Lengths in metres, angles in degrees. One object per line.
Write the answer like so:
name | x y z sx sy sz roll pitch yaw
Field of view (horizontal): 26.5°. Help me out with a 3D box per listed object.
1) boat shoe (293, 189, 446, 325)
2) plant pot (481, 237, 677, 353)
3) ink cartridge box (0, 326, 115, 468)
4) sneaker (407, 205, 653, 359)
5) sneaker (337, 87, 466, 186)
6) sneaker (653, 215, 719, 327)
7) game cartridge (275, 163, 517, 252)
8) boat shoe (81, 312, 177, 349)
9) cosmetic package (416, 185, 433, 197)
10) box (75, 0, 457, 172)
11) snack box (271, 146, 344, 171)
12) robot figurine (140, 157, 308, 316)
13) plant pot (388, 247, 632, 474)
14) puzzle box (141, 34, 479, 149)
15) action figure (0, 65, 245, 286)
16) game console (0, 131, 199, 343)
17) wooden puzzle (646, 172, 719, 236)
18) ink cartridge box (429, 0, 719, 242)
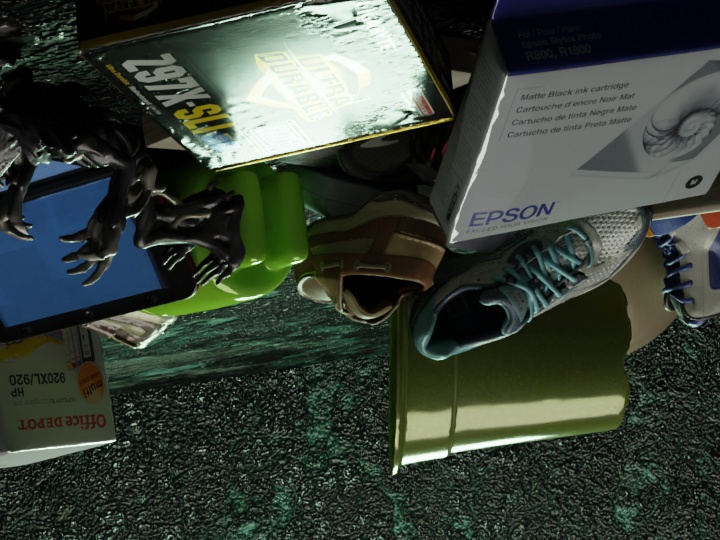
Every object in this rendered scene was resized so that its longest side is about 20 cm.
boat shoe | 0.000 0.000 1.145 0.075 0.074 0.200 16 160 -20
plant pot | 0.187 -0.034 1.359 0.199 0.201 0.134 -14 152 25
ink cartridge box | -0.322 0.068 1.322 0.144 0.201 0.147 -14 171 28
sneaker | 0.122 0.009 1.093 0.200 0.078 0.086 -32 -167 18
sneaker | 0.072 -0.088 1.057 0.199 0.077 0.084 2 -167 24
sneaker | 0.274 -0.020 1.266 0.199 0.115 0.081 30 -179 -12
game cartridge | 0.042 -0.049 1.245 0.199 0.041 0.133 10 -175 -25
boat shoe | -0.245 0.016 1.254 0.202 0.075 0.075 25 118 -27
cosmetic package | 0.145 -0.108 1.139 0.199 0.074 0.101 -14 172 37
box | -0.044 -0.119 0.834 0.159 0.050 0.200 -9 164 12
snack box | 0.013 -0.098 1.211 0.072 0.024 0.200 -16 170 33
robot figurine | -0.129 -0.026 1.187 0.175 0.116 0.199 -5 175 -44
plant pot | 0.119 0.068 1.254 0.189 0.201 0.200 1 171 -2
puzzle box | -0.032 -0.117 1.021 0.199 0.026 0.133 -17 169 39
action figure | -0.160 -0.048 0.894 0.200 0.102 0.119 31 -177 -40
game console | -0.244 -0.024 1.082 0.199 0.119 0.172 -14 171 23
wooden puzzle | 0.274 -0.083 1.137 0.200 0.046 0.185 -1 -145 49
ink cartridge box | 0.154 -0.108 0.905 0.199 0.041 0.200 -11 144 -21
